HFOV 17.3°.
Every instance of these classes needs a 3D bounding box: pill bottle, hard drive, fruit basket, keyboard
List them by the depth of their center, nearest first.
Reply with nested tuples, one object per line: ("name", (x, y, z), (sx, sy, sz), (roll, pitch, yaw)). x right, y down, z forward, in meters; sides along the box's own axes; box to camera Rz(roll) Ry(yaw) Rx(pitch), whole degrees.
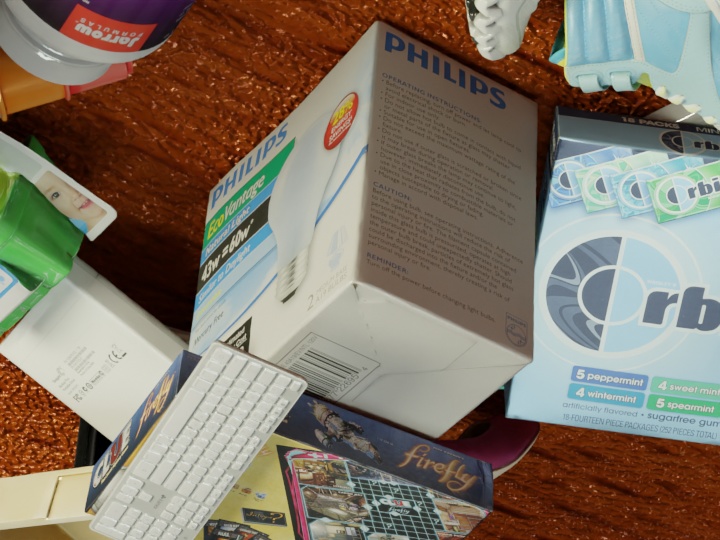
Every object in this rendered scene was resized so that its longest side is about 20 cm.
("pill bottle", (-0.123, -0.187, 1.242), (0.112, 0.113, 0.200), (21, 137, -21))
("keyboard", (-0.092, 0.103, 1.309), (0.056, 0.011, 0.200), (20, 138, -16))
("fruit basket", (-0.277, -0.039, 1.449), (0.199, 0.094, 0.185), (30, 133, -25))
("hard drive", (-0.134, 0.084, 1.543), (0.200, 0.027, 0.132), (39, 145, -6))

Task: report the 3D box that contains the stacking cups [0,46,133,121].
("stacking cups", (-0.229, -0.100, 1.353), (0.199, 0.061, 0.061), (-14, 142, -10))

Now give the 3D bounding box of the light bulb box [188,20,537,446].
("light bulb box", (0.000, 0.000, 1.394), (0.124, 0.201, 0.198), (26, 136, -24))

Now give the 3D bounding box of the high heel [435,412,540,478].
("high heel", (0.045, 0.114, 1.596), (0.096, 0.200, 0.067), (56, 137, 3))

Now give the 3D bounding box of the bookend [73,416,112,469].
("bookend", (-0.099, 0.172, 1.695), (0.198, 0.093, 0.199), (3, 141, -1))

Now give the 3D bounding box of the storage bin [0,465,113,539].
("storage bin", (-0.125, 0.211, 1.566), (0.199, 0.094, 0.199), (-9, 141, 31))

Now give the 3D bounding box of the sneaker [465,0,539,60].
("sneaker", (0.096, -0.189, 1.265), (0.080, 0.076, 0.201), (-3, 142, -8))

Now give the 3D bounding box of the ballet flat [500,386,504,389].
("ballet flat", (0.137, 0.035, 1.529), (0.199, 0.068, 0.071), (0, 139, 15))

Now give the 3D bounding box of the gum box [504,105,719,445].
("gum box", (0.185, 0.008, 1.434), (0.169, 0.045, 0.201), (8, 120, -2))

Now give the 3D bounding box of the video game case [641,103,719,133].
("video game case", (0.246, -0.049, 1.461), (0.199, 0.022, 0.182), (-26, 133, 30))

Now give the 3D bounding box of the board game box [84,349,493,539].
("board game box", (-0.041, 0.126, 1.365), (0.199, 0.035, 0.136), (22, 137, -18))

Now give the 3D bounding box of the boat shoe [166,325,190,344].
("boat shoe", (-0.063, 0.053, 1.554), (0.199, 0.070, 0.071), (14, -174, 26))

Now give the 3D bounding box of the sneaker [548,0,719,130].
("sneaker", (0.183, -0.112, 1.334), (0.130, 0.080, 0.201), (-18, 118, 25))
